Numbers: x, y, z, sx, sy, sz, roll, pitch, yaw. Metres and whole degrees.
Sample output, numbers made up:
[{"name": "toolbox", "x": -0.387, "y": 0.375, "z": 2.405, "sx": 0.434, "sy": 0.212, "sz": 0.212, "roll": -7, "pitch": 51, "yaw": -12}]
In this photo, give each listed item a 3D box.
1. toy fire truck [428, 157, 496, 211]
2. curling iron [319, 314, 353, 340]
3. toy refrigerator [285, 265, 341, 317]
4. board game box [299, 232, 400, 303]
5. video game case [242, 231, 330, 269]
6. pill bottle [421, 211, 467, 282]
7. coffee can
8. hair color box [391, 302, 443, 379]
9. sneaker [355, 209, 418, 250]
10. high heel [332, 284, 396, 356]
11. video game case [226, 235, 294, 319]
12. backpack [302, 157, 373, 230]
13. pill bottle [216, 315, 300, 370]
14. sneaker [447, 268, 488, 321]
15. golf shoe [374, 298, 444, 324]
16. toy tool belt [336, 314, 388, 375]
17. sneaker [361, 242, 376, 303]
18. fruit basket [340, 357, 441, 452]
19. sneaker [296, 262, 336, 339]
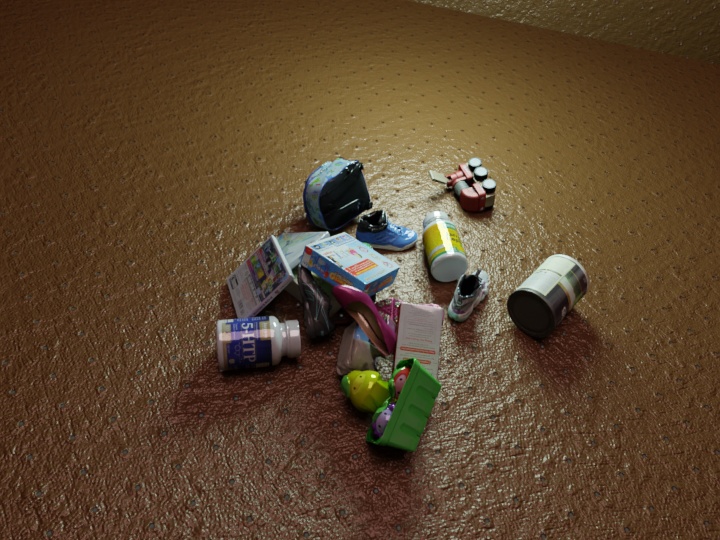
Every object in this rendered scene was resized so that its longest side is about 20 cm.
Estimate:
[{"name": "toy fire truck", "x": 0.331, "y": -0.281, "z": 1.911, "sx": 0.196, "sy": 0.130, "sz": 0.178, "roll": -17, "pitch": 51, "yaw": -7}, {"name": "curling iron", "x": -0.031, "y": 0.140, "z": 1.535, "sx": 0.197, "sy": 0.026, "sz": 0.050, "roll": -15, "pitch": 71, "yaw": -26}, {"name": "toy refrigerator", "x": -0.141, "y": 0.041, "z": 1.576, "sx": 0.199, "sy": 0.071, "sz": 0.076, "roll": 36, "pitch": 53, "yaw": 23}, {"name": "board game box", "x": -0.024, "y": -0.014, "z": 1.506, "sx": 0.194, "sy": 0.057, "sz": 0.199, "roll": 33, "pitch": 27, "yaw": 20}, {"name": "video game case", "x": -0.208, "y": -0.054, "z": 1.610, "sx": 0.197, "sy": 0.022, "sz": 0.182, "roll": 1, "pitch": 33, "yaw": 43}, {"name": "pill bottle", "x": 0.243, "y": -0.077, "z": 1.707, "sx": 0.110, "sy": 0.114, "sz": 0.203, "roll": -1, "pitch": 47, "yaw": -9}, {"name": "coffee can", "x": 0.519, "y": 0.067, "z": 1.593, "sx": 0.146, "sy": 0.148, "sz": 0.199, "roll": 37, "pitch": 53, "yaw": 24}, {"name": "hair color box", "x": 0.139, "y": 0.190, "z": 1.424, "sx": 0.108, "sy": 0.064, "sz": 0.205, "roll": 8, "pitch": 77, "yaw": -1}, {"name": "sneaker", "x": 0.084, "y": -0.125, "z": 1.729, "sx": 0.195, "sy": 0.112, "sz": 0.078, "roll": 2, "pitch": 47, "yaw": -7}, {"name": "high heel", "x": 0.009, "y": 0.115, "z": 1.365, "sx": 0.198, "sy": 0.068, "sz": 0.097, "roll": 34, "pitch": 35, "yaw": -13}, {"name": "video game case", "x": -0.266, "y": 0.022, "z": 1.509, "sx": 0.182, "sy": 0.023, "sz": 0.201, "roll": -43, "pitch": 39, "yaw": 7}, {"name": "backpack", "x": -0.086, "y": -0.227, "z": 1.758, "sx": 0.145, "sy": 0.186, "sz": 0.200, "roll": 18, "pitch": 47, "yaw": 40}, {"name": "pill bottle", "x": -0.248, "y": 0.174, "z": 1.407, "sx": 0.195, "sy": 0.121, "sz": 0.121, "roll": -5, "pitch": 48, "yaw": -12}, {"name": "sneaker", "x": 0.316, "y": 0.035, "z": 1.596, "sx": 0.077, "sy": 0.141, "sz": 0.201, "roll": 25, "pitch": 50, "yaw": 16}, {"name": "golf shoe", "x": 0.127, "y": 0.128, "z": 1.536, "sx": 0.196, "sy": 0.092, "sz": 0.077, "roll": 9, "pitch": 65, "yaw": 17}, {"name": "toy tool belt", "x": 0.016, "y": 0.190, "z": 1.450, "sx": 0.122, "sy": 0.124, "sz": 0.203, "roll": 31, "pitch": 47, "yaw": -22}, {"name": "sneaker", "x": 0.000, "y": 0.000, "z": 1.628, "sx": 0.083, "sy": 0.079, "sz": 0.203, "roll": 2, "pitch": 48, "yaw": -6}, {"name": "fruit basket", "x": 0.054, "y": 0.287, "z": 1.304, "sx": 0.211, "sy": 0.155, "sz": 0.221, "roll": 3, "pitch": 78, "yaw": -13}, {"name": "sneaker", "x": -0.115, "y": 0.073, "z": 1.485, "sx": 0.078, "sy": 0.075, "sz": 0.204, "roll": -13, "pitch": 78, "yaw": -1}]
